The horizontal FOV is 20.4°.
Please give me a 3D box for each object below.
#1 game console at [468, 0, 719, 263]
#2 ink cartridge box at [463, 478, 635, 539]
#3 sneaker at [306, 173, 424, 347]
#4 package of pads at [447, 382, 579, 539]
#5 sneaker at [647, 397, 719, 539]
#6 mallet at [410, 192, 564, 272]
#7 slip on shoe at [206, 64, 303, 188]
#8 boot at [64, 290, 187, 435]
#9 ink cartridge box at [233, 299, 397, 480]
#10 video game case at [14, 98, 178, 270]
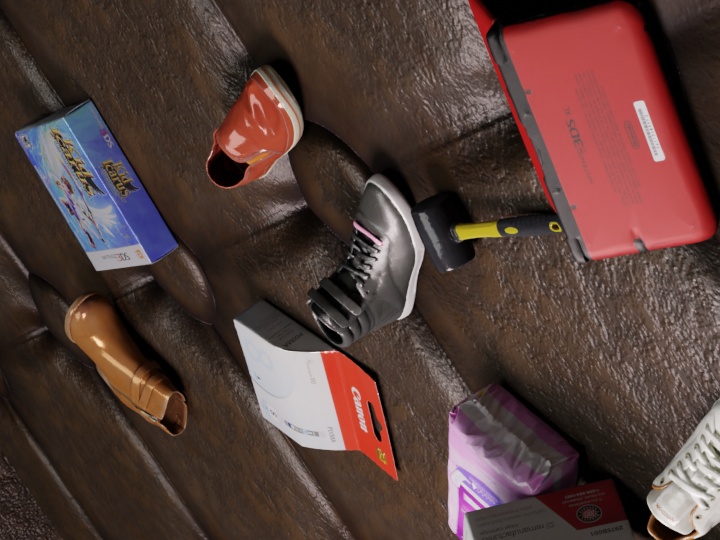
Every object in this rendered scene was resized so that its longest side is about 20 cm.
[{"bbox_3d":[0.172,-0.121,1.494,0.172,0.119,0.200,-11,118,29],"label":"game console"},{"bbox_3d":[0.186,0.301,1.768,0.083,0.145,0.200,85,170,-49],"label":"ink cartridge box"},{"bbox_3d":[0.000,0.000,1.858,0.071,0.099,0.200,42,152,28],"label":"sneaker"},{"bbox_3d":[0.142,0.208,1.906,0.120,0.076,0.200,42,153,29],"label":"package of pads"},{"bbox_3d":[0.281,0.168,1.598,0.073,0.085,0.200,46,153,21],"label":"sneaker"},{"bbox_3d":[0.111,-0.044,1.687,0.066,0.041,0.200,60,150,-8],"label":"mallet"},{"bbox_3d":[-0.104,-0.132,1.918,0.074,0.061,0.200,52,154,7],"label":"slip on shoe"},{"bbox_3d":[-0.294,0.120,2.574,0.155,0.074,0.200,38,163,33],"label":"boot"},{"bbox_3d":[-0.049,0.141,2.188,0.200,0.047,0.160,34,149,40],"label":"ink cartridge box"},{"bbox_3d":[-0.315,-0.096,2.358,0.200,0.045,0.181,60,154,-12],"label":"video game case"}]
